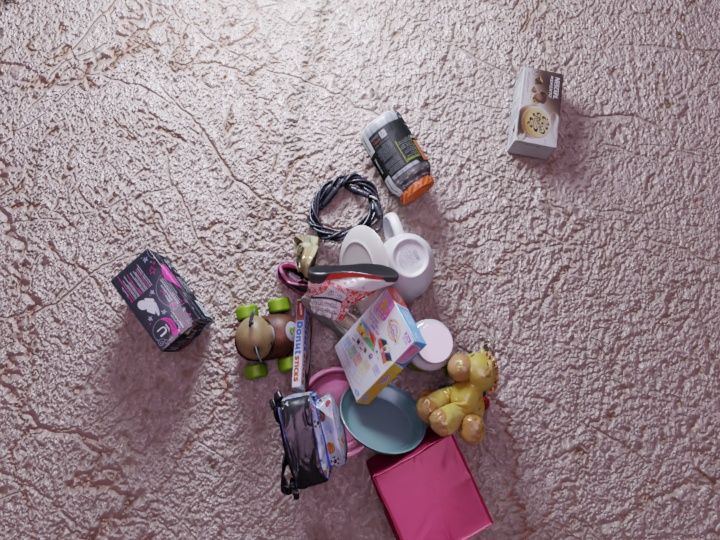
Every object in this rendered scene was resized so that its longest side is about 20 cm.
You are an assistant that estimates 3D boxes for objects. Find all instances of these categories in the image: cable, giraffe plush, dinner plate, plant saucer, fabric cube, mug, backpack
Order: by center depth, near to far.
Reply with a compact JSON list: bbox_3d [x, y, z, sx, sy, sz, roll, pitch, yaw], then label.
[{"bbox_3d":[0.224,0.246,1.150,0.194,0.172,0.168,12,99,-27],"label":"giraffe plush"},{"bbox_3d":[-0.105,0.339,1.155,0.148,0.190,0.208,-8,85,-8],"label":"backpack"},{"bbox_3d":[0.138,0.476,1.189,0.195,0.200,0.202,-24,83,-7],"label":"fabric cube"},{"bbox_3d":[0.045,0.324,1.196,0.193,0.202,0.037,18,122,0],"label":"plant saucer"},{"bbox_3d":[0.000,0.000,1.277,0.024,0.199,0.207,-8,78,-35],"label":"dinner plate"},{"bbox_3d":[-0.052,0.328,1.281,0.192,0.051,0.209,0,80,-3],"label":"plant saucer"},{"bbox_3d":[0.096,-0.035,1.292,0.143,0.176,0.207,-18,81,-7],"label":"mug"},{"bbox_3d":[-0.043,-0.156,1.370,0.193,0.051,0.169,-12,80,-5],"label":"cable"}]

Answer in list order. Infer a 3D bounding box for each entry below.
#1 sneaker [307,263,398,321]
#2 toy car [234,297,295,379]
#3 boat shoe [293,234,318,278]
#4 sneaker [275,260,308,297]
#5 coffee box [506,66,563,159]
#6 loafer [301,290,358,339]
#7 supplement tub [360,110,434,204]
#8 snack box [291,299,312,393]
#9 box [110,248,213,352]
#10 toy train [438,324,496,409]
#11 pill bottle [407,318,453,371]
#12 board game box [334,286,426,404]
[{"bbox_3d":[-0.016,0.048,1.192,0.193,0.068,0.112,0,112,-4],"label":"sneaker"},{"bbox_3d":[-0.215,0.146,1.228,0.152,0.200,0.170,-11,80,-5],"label":"toy car"},{"bbox_3d":[-0.131,-0.039,1.272,0.061,0.202,0.076,13,110,-7],"label":"boat shoe"},{"bbox_3d":[-0.117,0.038,1.308,0.195,0.096,0.081,28,77,1],"label":"sneaker"},{"bbox_3d":[0.452,-0.407,1.429,0.109,0.080,0.208,10,79,0],"label":"coffee box"},{"bbox_3d":[-0.057,0.104,1.289,0.200,0.071,0.064,45,61,-27],"label":"loafer"},{"bbox_3d":[0.094,-0.276,1.363,0.120,0.123,0.204,-29,82,-8],"label":"supplement tub"},{"bbox_3d":[-0.133,0.175,1.266,0.023,0.072,0.207,-4,64,9],"label":"snack box"},{"bbox_3d":[-0.450,0.074,1.263,0.114,0.132,0.202,-38,83,-6],"label":"box"},{"bbox_3d":[0.242,0.218,1.263,0.111,0.085,0.208,2,106,-8],"label":"toy train"},{"bbox_3d":[0.149,0.170,1.245,0.107,0.200,0.116,0,79,-3],"label":"pill bottle"},{"bbox_3d":[0.037,0.163,1.194,0.201,0.040,0.155,-48,47,23],"label":"board game box"}]
